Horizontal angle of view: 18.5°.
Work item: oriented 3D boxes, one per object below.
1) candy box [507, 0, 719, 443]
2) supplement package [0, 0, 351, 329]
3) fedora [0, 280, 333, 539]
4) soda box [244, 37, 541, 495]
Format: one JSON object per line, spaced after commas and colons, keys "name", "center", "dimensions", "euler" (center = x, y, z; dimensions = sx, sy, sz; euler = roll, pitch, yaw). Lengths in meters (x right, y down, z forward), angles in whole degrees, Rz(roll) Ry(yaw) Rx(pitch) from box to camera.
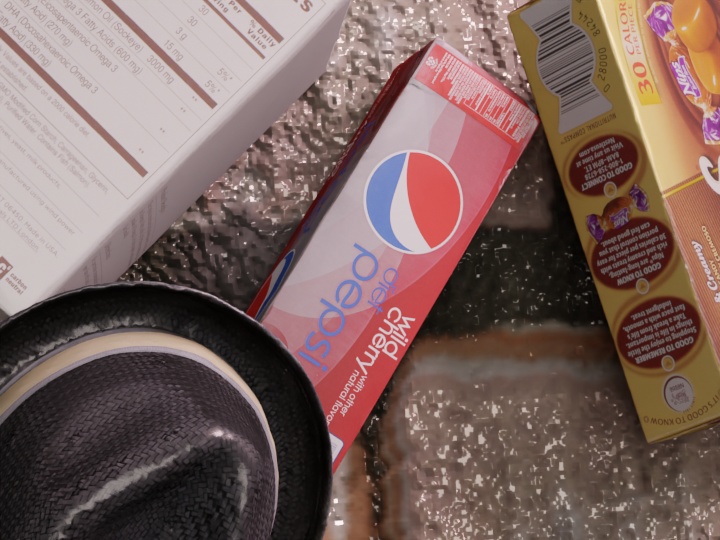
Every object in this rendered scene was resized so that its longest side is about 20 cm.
{"name": "candy box", "center": [0.148, -0.033, 0.986], "dimensions": [0.116, 0.056, 0.201], "euler": [-9, 77, -46]}
{"name": "supplement package", "center": [-0.114, -0.076, 0.954], "dimensions": [0.117, 0.117, 0.200], "euler": [44, 77, 4]}
{"name": "fedora", "center": [-0.093, 0.108, 0.863], "dimensions": [0.199, 0.092, 0.202], "euler": [-4, 105, -15]}
{"name": "soda box", "center": [0.000, 0.000, 0.977], "dimensions": [0.063, 0.070, 0.201], "euler": [34, 77, -8]}
